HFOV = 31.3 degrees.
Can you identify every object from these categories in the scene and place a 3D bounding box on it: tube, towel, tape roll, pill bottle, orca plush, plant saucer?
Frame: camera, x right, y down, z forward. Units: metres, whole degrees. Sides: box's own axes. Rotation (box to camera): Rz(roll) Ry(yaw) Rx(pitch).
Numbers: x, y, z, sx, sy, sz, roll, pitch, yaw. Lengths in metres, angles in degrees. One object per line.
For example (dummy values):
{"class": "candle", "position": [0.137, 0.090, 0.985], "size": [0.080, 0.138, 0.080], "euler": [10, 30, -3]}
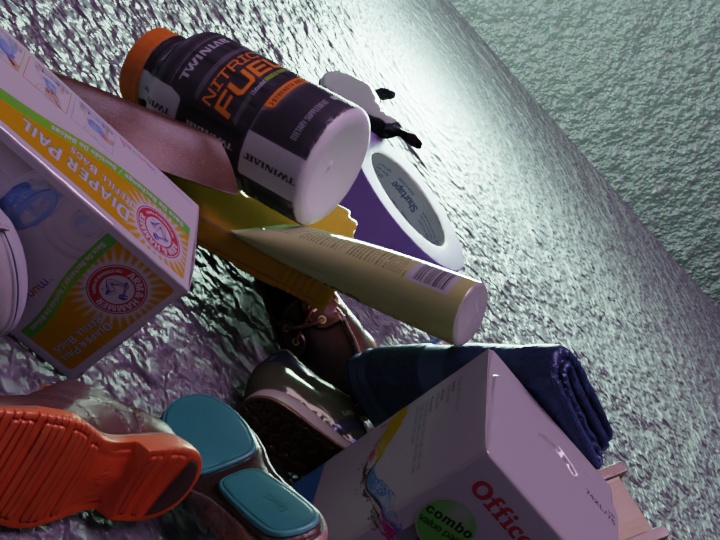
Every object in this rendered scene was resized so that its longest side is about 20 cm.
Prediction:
{"class": "tube", "position": [0.000, 0.000, 0.979], "size": [0.200, 0.052, 0.058], "euler": [23, -25, 26]}
{"class": "towel", "position": [0.088, 0.100, 0.979], "size": [0.049, 0.200, 0.112], "euler": [-52, 125, -38]}
{"class": "tape roll", "position": [0.032, -0.064, 1.466], "size": [0.200, 0.066, 0.200], "euler": [46, 20, -21]}
{"class": "pill bottle", "position": [-0.100, -0.126, 1.045], "size": [0.200, 0.106, 0.106], "euler": [29, 12, 19]}
{"class": "orca plush", "position": [0.005, -0.181, 1.587], "size": [0.105, 0.071, 0.200], "euler": [-19, 36, -37]}
{"class": "plant saucer", "position": [-0.177, -0.108, 0.938], "size": [0.200, 0.037, 0.200], "euler": [23, 4, -2]}

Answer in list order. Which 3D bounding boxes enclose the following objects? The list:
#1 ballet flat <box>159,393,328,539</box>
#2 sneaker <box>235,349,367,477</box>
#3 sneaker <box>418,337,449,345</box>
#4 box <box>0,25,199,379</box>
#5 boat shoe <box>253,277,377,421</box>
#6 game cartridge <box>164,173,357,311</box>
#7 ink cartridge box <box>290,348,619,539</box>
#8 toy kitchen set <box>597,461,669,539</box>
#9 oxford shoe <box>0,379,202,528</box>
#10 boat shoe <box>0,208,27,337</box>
{"class": "ballet flat", "position": [-0.082, 0.148, 0.815], "size": [0.200, 0.068, 0.067], "euler": [-141, -137, -57]}
{"class": "sneaker", "position": [-0.011, 0.137, 1.006], "size": [0.200, 0.067, 0.090], "euler": [43, 27, -20]}
{"class": "sneaker", "position": [0.065, 0.124, 1.198], "size": [0.076, 0.077, 0.200], "euler": [46, 23, -26]}
{"class": "box", "position": [-0.208, -0.045, 0.800], "size": [0.200, 0.112, 0.101], "euler": [44, 22, -27]}
{"class": "boat shoe", "position": [-0.046, 0.042, 1.096], "size": [0.070, 0.070, 0.200], "euler": [38, 15, -53]}
{"class": "game cartridge", "position": [-0.102, -0.053, 1.083], "size": [0.200, 0.032, 0.176], "euler": [30, 23, -5]}
{"class": "ink cartridge box", "position": [0.055, 0.186, 0.876], "size": [0.147, 0.200, 0.146], "euler": [49, 20, -12]}
{"class": "toy kitchen set", "position": [0.165, 0.304, 1.129], "size": [0.200, 0.181, 0.163], "euler": [-14, 58, -26]}
{"class": "oxford shoe", "position": [-0.177, 0.097, 0.723], "size": [0.073, 0.071, 0.200], "euler": [40, 6, 32]}
{"class": "boat shoe", "position": [-0.240, -0.033, 0.689], "size": [0.086, 0.074, 0.202], "euler": [-90, 169, -59]}
